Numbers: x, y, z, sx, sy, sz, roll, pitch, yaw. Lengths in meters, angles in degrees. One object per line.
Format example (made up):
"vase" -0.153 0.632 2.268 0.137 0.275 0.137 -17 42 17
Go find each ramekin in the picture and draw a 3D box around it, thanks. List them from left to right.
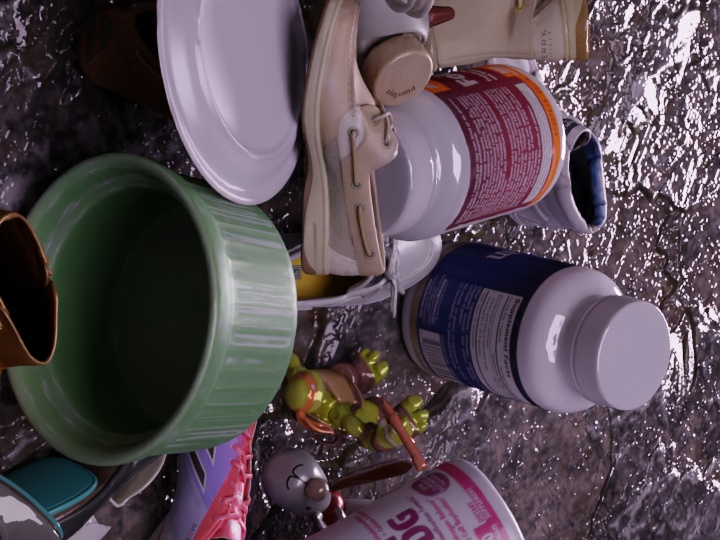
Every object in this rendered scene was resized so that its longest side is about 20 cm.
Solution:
"ramekin" -0.135 0.028 1.564 0.097 0.199 0.202 7 95 -50

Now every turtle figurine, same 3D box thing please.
"turtle figurine" -0.011 0.097 1.722 0.065 0.199 0.161 -60 155 8

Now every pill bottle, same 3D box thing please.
"pill bottle" 0.012 0.227 1.690 0.199 0.113 0.114 -27 118 -18
"pill bottle" 0.054 -0.085 1.738 0.199 0.114 0.115 -16 111 -53
"pill bottle" 0.135 0.046 1.807 0.111 0.199 0.112 -11 107 -40

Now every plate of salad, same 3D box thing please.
"plate of salad" -0.088 -0.142 1.554 0.200 0.048 0.202 17 71 -61

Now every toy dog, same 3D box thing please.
"toy dog" 0.016 0.203 1.794 0.199 0.096 0.133 9 93 -43
"toy dog" 0.028 -0.207 1.625 0.096 0.200 0.132 -26 72 -23

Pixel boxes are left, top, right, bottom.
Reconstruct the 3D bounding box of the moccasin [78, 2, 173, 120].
"moccasin" -0.097 -0.137 1.633 0.201 0.077 0.074 27 59 -40

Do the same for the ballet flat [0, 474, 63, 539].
"ballet flat" -0.278 0.134 1.509 0.200 0.067 0.064 43 55 -15

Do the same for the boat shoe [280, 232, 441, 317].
"boat shoe" 0.000 -0.005 1.749 0.201 0.086 0.075 -5 103 -42

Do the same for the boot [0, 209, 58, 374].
"boot" -0.239 0.050 1.503 0.071 0.144 0.203 -24 115 -35

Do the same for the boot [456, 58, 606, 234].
"boot" 0.141 -0.122 1.846 0.073 0.095 0.201 -36 122 -31

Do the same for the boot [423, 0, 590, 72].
"boot" 0.081 -0.221 1.774 0.154 0.201 0.073 -9 138 -1

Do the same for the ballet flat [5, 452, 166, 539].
"ballet flat" -0.185 0.147 1.631 0.200 0.068 0.069 -37 131 -30

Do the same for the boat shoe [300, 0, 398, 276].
"boat shoe" -0.005 -0.091 1.613 0.072 0.064 0.202 -75 168 -69

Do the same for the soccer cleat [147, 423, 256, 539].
"soccer cleat" -0.102 0.160 1.701 0.068 0.073 0.201 23 83 -42
